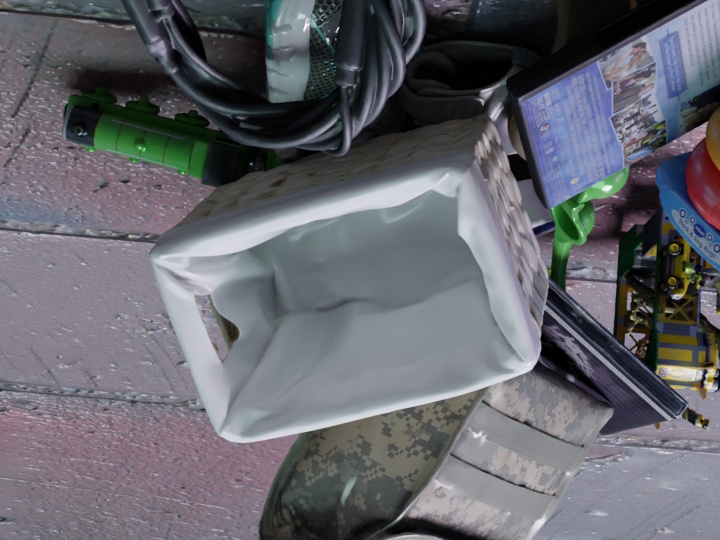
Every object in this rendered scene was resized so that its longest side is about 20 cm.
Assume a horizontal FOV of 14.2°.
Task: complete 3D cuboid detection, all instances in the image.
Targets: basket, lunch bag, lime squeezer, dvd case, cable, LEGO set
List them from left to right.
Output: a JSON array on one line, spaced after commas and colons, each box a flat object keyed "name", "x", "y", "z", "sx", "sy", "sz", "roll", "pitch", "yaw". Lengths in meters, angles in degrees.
[{"name": "cable", "x": -0.044, "y": -0.150, "z": 1.544, "sx": 0.163, "sy": 0.051, "sz": 0.200, "roll": -19, "pitch": 116, "yaw": 17}, {"name": "basket", "x": 0.000, "y": 0.000, "z": 1.675, "sx": 0.200, "sy": 0.123, "sz": 0.136, "roll": -15, "pitch": 109, "yaw": 17}, {"name": "lunch bag", "x": 0.041, "y": 0.133, "z": 1.806, "sx": 0.118, "sy": 0.200, "sz": 0.164, "roll": 34, "pitch": -175, "yaw": 35}, {"name": "dvd case", "x": 0.126, "y": 0.048, "z": 1.854, "sx": 0.149, "sy": 0.016, "sz": 0.200, "roll": 42, "pitch": 169, "yaw": -3}, {"name": "lime squeezer", "x": 0.141, "y": -0.050, "z": 1.741, "sx": 0.038, "sy": 0.071, "sz": 0.200, "roll": 39, "pitch": 127, "yaw": 12}, {"name": "dvd case", "x": 0.177, "y": -0.115, "z": 1.582, "sx": 0.200, "sy": 0.018, "sz": 0.143, "roll": -29, "pitch": 154, "yaw": -3}, {"name": "LEGO set", "x": 0.235, "y": 0.030, "z": 1.888, "sx": 0.116, "sy": 0.154, "sz": 0.200, "roll": 5, "pitch": 161, "yaw": -5}]

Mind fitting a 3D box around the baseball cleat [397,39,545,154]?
[{"name": "baseball cleat", "x": 0.042, "y": -0.090, "z": 1.752, "sx": 0.106, "sy": 0.070, "sz": 0.200, "roll": 28, "pitch": 138, "yaw": -34}]

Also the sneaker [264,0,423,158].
[{"name": "sneaker", "x": -0.010, "y": -0.120, "z": 1.664, "sx": 0.091, "sy": 0.078, "sz": 0.200, "roll": 0, "pitch": 159, "yaw": -1}]

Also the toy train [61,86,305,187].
[{"name": "toy train", "x": -0.092, "y": -0.071, "z": 1.766, "sx": 0.200, "sy": 0.042, "sz": 0.056, "roll": 14, "pitch": -165, "yaw": 9}]

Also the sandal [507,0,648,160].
[{"name": "sandal", "x": 0.139, "y": -0.118, "z": 1.622, "sx": 0.080, "sy": 0.054, "sz": 0.200, "roll": 5, "pitch": 138, "yaw": -19}]

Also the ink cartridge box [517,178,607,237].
[{"name": "ink cartridge box", "x": 0.085, "y": -0.029, "z": 1.827, "sx": 0.095, "sy": 0.037, "sz": 0.200, "roll": -25, "pitch": 175, "yaw": 20}]

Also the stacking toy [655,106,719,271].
[{"name": "stacking toy", "x": 0.249, "y": -0.095, "z": 1.580, "sx": 0.110, "sy": 0.116, "sz": 0.200, "roll": -16, "pitch": 140, "yaw": -33}]
